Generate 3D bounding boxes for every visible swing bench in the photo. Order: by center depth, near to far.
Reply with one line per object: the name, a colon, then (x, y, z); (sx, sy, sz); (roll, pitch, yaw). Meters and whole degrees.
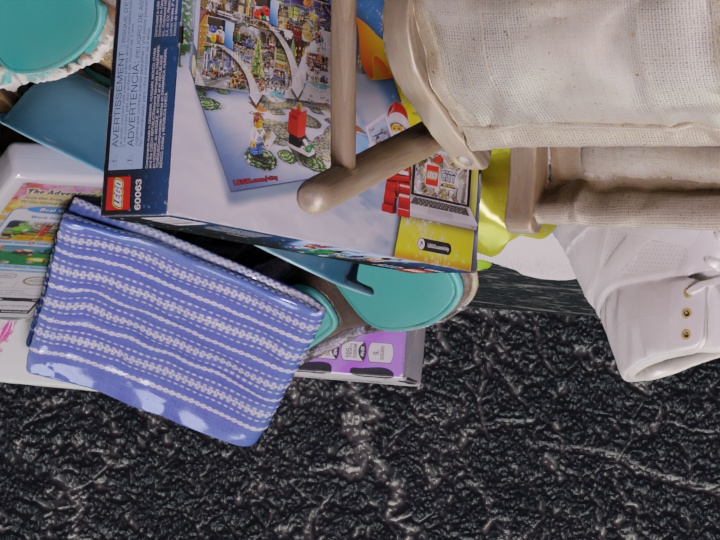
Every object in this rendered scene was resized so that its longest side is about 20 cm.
swing bench: (0.109, -0.078, 0.996); (0.199, 0.130, 0.200); (1, 180, 30)

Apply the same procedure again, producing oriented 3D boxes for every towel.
towel: (-0.104, 0.035, 1.344); (0.145, 0.024, 0.200); (22, 154, -3)

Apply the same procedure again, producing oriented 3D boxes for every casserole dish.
casserole dish: (-0.077, -0.046, 1.187); (0.200, 0.039, 0.121); (26, -178, 6)

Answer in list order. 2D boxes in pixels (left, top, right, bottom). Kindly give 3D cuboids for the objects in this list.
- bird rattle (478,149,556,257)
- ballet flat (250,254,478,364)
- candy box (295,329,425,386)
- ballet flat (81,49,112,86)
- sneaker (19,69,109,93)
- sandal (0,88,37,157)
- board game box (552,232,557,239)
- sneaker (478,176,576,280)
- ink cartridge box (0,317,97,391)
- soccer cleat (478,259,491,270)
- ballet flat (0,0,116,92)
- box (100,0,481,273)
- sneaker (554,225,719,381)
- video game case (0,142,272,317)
bird rattle: (0.079, -0.092, 1.243); (0.163, 0.113, 0.200); (-8, 161, 7)
ballet flat: (0.000, 0.000, 1.324); (0.072, 0.072, 0.200); (8, 162, -37)
candy box: (-0.056, -0.017, 1.624); (0.200, 0.168, 0.072); (3, 175, 12)
ballet flat: (-0.047, -0.090, 1.228); (0.200, 0.071, 0.071); (24, 164, -40)
sneaker: (-0.118, -0.097, 1.323); (0.200, 0.070, 0.080); (-6, 150, 32)
sandal: (-0.216, -0.099, 1.296); (0.080, 0.054, 0.200); (-18, 141, 15)
board game box: (0.196, -0.068, 1.384); (0.200, 0.039, 0.158); (-15, 157, 0)
sneaker: (0.045, -0.043, 1.445); (0.200, 0.075, 0.088); (15, -164, -32)
ink cartridge box: (-0.220, -0.031, 1.467); (0.200, 0.145, 0.145); (8, -151, -29)
soccer cleat: (-0.004, -0.051, 1.532); (0.200, 0.081, 0.068); (19, 179, 28)
ballet flat: (-0.159, -0.119, 1.152); (0.072, 0.072, 0.200); (9, 167, -41)
box: (-0.020, -0.077, 1.041); (0.038, 0.137, 0.200); (-1, 172, 39)
sneaker: (0.193, -0.018, 1.287); (0.074, 0.116, 0.200); (1, 149, -41)
video game case: (-0.121, -0.017, 1.352); (0.200, 0.024, 0.182); (2, 156, -27)
